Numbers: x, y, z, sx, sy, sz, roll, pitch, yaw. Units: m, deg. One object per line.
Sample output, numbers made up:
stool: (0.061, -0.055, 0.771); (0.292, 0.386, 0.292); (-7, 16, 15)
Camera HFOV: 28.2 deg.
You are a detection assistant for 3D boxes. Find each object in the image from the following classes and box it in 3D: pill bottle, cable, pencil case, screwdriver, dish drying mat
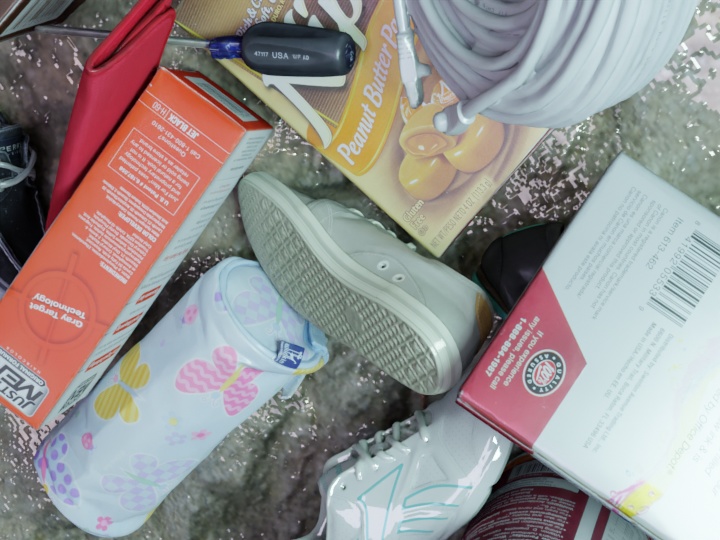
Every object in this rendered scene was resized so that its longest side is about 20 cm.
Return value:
pill bottle: (0.095, 0.183, 0.768); (0.109, 0.200, 0.111); (6, 110, 17)
cable: (0.078, -0.164, 0.629); (0.200, 0.069, 0.202); (7, 106, 64)
pencil case: (-0.110, 0.079, 0.869); (0.200, 0.090, 0.084); (-41, 50, 25)
screwdriver: (-0.093, -0.120, 0.772); (0.198, 0.028, 0.029); (5, 142, 28)
dish drying mat: (-0.138, -0.077, 0.775); (0.018, 0.077, 0.200); (35, 149, -1)

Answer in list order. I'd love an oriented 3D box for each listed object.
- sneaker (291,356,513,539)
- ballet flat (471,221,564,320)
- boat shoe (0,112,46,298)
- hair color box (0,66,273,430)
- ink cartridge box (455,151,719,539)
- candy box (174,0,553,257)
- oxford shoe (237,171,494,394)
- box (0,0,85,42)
sneaker: (0.023, 0.120, 0.806); (0.080, 0.070, 0.201); (32, 101, -5)
ballet flat: (0.142, 0.058, 0.786); (0.068, 0.068, 0.201); (-36, 94, 12)
boat shoe: (-0.230, -0.063, 0.871); (0.068, 0.072, 0.201); (-29, 90, 27)
hair color box: (-0.135, -0.015, 0.804); (0.061, 0.102, 0.201); (35, 98, 0)
ink cartridge box: (0.167, 0.061, 0.714); (0.199, 0.083, 0.146); (35, 87, 6)
candy box: (0.009, -0.118, 0.773); (0.200, 0.055, 0.116); (41, 117, 1)
oxford shoe: (0.000, 0.000, 0.792); (0.200, 0.058, 0.076); (35, 145, 40)
box: (-0.237, -0.224, 0.797); (0.075, 0.100, 0.200); (-39, 92, 26)
